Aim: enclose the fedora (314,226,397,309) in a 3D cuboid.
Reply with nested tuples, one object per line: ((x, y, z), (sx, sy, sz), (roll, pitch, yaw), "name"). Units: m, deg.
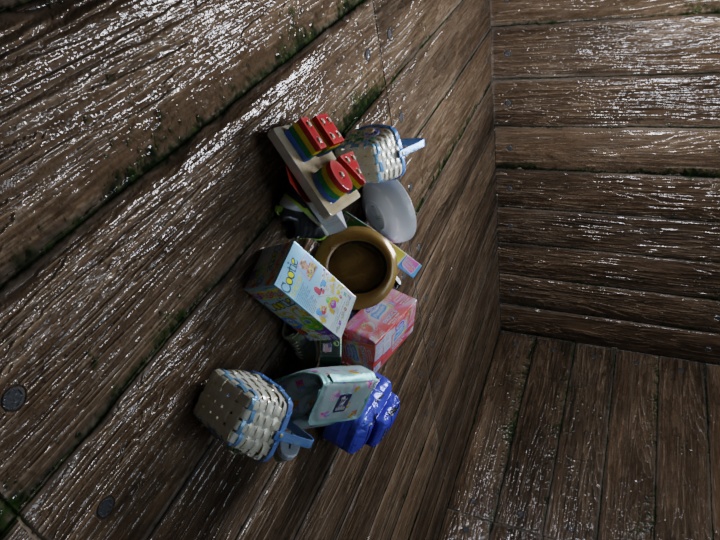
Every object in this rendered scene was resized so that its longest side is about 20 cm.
((-0.015, -0.005, 1.280), (0.082, 0.197, 0.205), (170, -71, -77), "fedora")

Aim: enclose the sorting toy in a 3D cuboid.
((-0.070, -0.225, 1.135), (0.200, 0.069, 0.200), (56, 24, -6), "sorting toy")

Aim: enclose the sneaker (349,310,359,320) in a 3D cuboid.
((-0.051, 0.100, 1.403), (0.199, 0.077, 0.077), (-20, 113, -63), "sneaker")

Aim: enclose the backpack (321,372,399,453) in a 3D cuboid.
((0.001, 0.378, 1.465), (0.199, 0.166, 0.165), (-35, 145, -53), "backpack")

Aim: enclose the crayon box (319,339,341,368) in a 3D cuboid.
((-0.072, 0.188, 1.297), (0.201, 0.050, 0.129), (99, -8, -55), "crayon box")

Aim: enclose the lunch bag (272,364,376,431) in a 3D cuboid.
((-0.081, 0.262, 1.163), (0.169, 0.199, 0.124), (9, 59, -45), "lunch bag")

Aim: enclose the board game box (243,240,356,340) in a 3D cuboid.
((-0.119, 0.047, 1.129), (0.200, 0.102, 0.106), (44, 55, -34), "board game box")

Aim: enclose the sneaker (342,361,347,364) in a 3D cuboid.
((-0.029, 0.228, 1.522), (0.087, 0.073, 0.202), (-49, 138, -28), "sneaker")

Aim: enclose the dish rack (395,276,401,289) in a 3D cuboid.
((0.019, 0.032, 1.479), (0.154, 0.055, 0.200), (47, 41, 0), "dish rack")

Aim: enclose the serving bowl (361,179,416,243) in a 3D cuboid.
((0.062, -0.159, 1.487), (0.065, 0.199, 0.203), (-28, 128, -24), "serving bowl")

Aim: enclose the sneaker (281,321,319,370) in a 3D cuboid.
((-0.143, 0.146, 1.243), (0.089, 0.066, 0.204), (-16, 117, -47), "sneaker")

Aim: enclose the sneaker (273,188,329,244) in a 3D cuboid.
((-0.134, -0.100, 1.208), (0.083, 0.071, 0.200), (-51, 147, -9), "sneaker")

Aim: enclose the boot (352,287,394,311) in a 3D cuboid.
((0.000, 0.000, 1.394), (0.173, 0.069, 0.203), (-23, 94, -41), "boot")

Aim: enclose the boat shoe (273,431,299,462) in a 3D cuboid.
((-0.161, 0.330, 1.246), (0.071, 0.062, 0.202), (32, 45, -22), "boat shoe")

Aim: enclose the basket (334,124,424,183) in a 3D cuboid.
((0.047, -0.295, 1.385), (0.199, 0.174, 0.142), (-33, 119, -48), "basket")

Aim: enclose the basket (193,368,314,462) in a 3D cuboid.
((-0.197, 0.266, 1.027), (0.199, 0.175, 0.141), (28, 85, -50), "basket")

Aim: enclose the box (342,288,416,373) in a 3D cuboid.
((0.045, 0.138, 1.314), (0.200, 0.094, 0.104), (-41, 144, -45), "box")

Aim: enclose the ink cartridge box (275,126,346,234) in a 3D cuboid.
((-0.100, -0.191, 1.159), (0.201, 0.056, 0.165), (61, 9, -57), "ink cartridge box")

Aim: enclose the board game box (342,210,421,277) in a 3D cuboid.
((0.048, -0.067, 1.421), (0.199, 0.153, 0.041), (33, 93, -41), "board game box")
